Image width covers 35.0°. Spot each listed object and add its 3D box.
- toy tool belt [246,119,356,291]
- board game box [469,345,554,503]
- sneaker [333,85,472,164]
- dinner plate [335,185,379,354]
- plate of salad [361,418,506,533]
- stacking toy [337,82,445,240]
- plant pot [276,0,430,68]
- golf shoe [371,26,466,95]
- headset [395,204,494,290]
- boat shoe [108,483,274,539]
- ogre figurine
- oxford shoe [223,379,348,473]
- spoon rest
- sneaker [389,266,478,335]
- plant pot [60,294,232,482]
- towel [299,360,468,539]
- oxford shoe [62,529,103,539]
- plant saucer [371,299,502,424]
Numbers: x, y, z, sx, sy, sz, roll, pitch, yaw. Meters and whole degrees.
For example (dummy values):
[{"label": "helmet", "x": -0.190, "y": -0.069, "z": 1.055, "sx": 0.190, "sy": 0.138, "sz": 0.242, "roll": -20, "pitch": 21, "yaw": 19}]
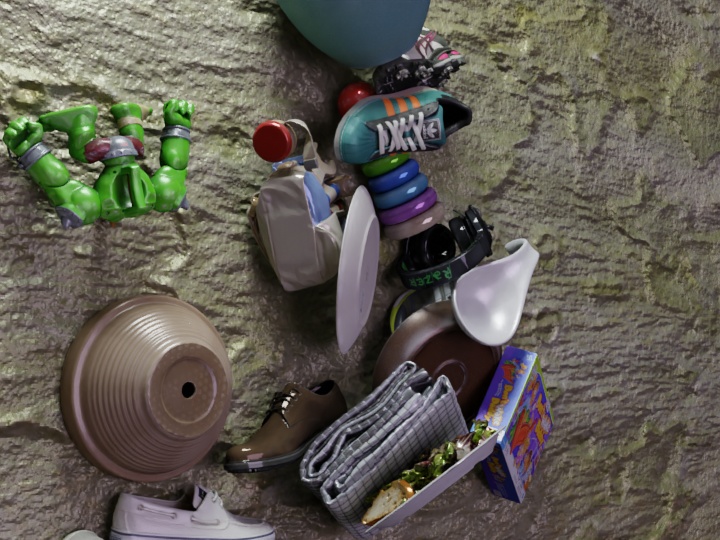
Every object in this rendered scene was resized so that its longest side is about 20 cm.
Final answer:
[{"label": "toy tool belt", "x": -0.069, "y": -0.085, "z": 1.337, "sx": 0.123, "sy": 0.124, "sz": 0.202, "roll": -47, "pitch": 126, "yaw": -67}, {"label": "board game box", "x": 0.207, "y": 0.210, "z": 1.536, "sx": 0.135, "sy": 0.044, "sz": 0.200, "roll": -63, "pitch": 152, "yaw": -24}, {"label": "sneaker", "x": 0.055, "y": -0.173, "z": 1.358, "sx": 0.199, "sy": 0.080, "sz": 0.072, "roll": -30, "pitch": 126, "yaw": -41}, {"label": "dinner plate", "x": 0.000, "y": 0.000, "z": 1.356, "sx": 0.200, "sy": 0.024, "sz": 0.202, "roll": 8, "pitch": 90, "yaw": -80}, {"label": "plate of salad", "x": 0.079, "y": 0.226, "z": 1.279, "sx": 0.199, "sy": 0.200, "sz": 0.048, "roll": -29, "pitch": 77, "yaw": -38}, {"label": "stacking toy", "x": 0.033, "y": -0.144, "z": 1.439, "sx": 0.085, "sy": 0.085, "sz": 0.201, "roll": -35, "pitch": 106, "yaw": -37}, {"label": "plant pot", "x": 0.005, "y": -0.321, "z": 1.353, "sx": 0.200, "sy": 0.199, "sz": 0.135, "roll": -44, "pitch": 126, "yaw": -33}, {"label": "golf shoe", "x": 0.055, "y": -0.267, "z": 1.450, "sx": 0.088, "sy": 0.077, "sz": 0.200, "roll": 52, "pitch": 29, "yaw": 7}, {"label": "headset", "x": 0.124, "y": -0.026, "z": 1.489, "sx": 0.094, "sy": 0.123, "sz": 0.200, "roll": 62, "pitch": 33, "yaw": -20}, {"label": "boat shoe", "x": -0.177, "y": 0.268, "z": 1.242, "sx": 0.199, "sy": 0.071, "sz": 0.070, "roll": 11, "pitch": 83, "yaw": -34}, {"label": "ogre figurine", "x": -0.256, "y": -0.109, "z": 1.172, "sx": 0.199, "sy": 0.098, "sz": 0.121, "roll": -9, "pitch": 82, "yaw": -52}, {"label": "oxford shoe", "x": -0.091, "y": 0.178, "z": 1.322, "sx": 0.200, "sy": 0.072, "sz": 0.085, "roll": -23, "pitch": 101, "yaw": -52}, {"label": "spoon rest", "x": 0.179, "y": 0.019, "z": 1.458, "sx": 0.099, "sy": 0.061, "sz": 0.200, "roll": 45, "pitch": 44, "yaw": -6}, {"label": "sneaker", "x": 0.115, "y": 0.044, "z": 1.497, "sx": 0.200, "sy": 0.081, "sz": 0.074, "roll": -37, "pitch": 111, "yaw": -36}, {"label": "plant pot", "x": -0.206, "y": 0.126, "z": 1.205, "sx": 0.200, "sy": 0.092, "sz": 0.203, "roll": 2, "pitch": 88, "yaw": -40}, {"label": "towel", "x": 0.029, "y": 0.209, "z": 1.346, "sx": 0.200, "sy": 0.085, "sz": 0.166, "roll": -44, "pitch": 149, "yaw": -11}, {"label": "oxford shoe", "x": -0.262, "y": 0.365, "z": 1.167, "sx": 0.075, "sy": 0.057, "sz": 0.202, "roll": -19, "pitch": 102, "yaw": -42}, {"label": "plant saucer", "x": 0.107, "y": 0.137, "z": 1.468, "sx": 0.199, "sy": 0.032, "sz": 0.202, "roll": -12, "pitch": 116, "yaw": -26}]
